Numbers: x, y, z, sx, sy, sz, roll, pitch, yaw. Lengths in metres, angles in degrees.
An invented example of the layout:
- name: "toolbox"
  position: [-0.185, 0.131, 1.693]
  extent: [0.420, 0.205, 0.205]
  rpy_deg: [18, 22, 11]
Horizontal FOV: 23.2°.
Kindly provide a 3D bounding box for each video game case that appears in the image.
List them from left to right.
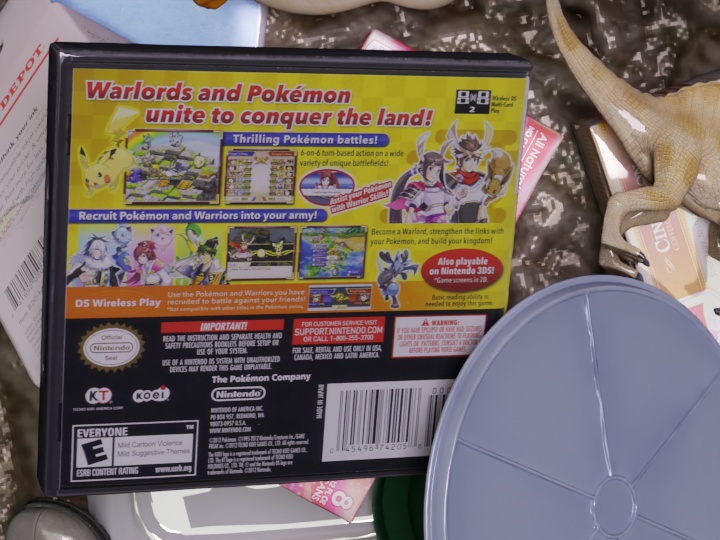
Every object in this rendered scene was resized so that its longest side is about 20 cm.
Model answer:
- name: "video game case"
  position: [-0.031, 0.000, 0.724]
  extent: [0.198, 0.025, 0.182]
  rpy_deg: [-1, 106, -20]

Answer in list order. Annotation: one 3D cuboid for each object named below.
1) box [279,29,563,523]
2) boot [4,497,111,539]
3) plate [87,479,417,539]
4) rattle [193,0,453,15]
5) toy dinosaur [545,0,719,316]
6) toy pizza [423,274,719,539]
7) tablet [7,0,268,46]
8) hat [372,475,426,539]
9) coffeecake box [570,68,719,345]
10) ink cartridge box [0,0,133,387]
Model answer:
- name: "box"
  position: [0.000, 0.000, 0.815]
  extent: [0.102, 0.095, 0.201]
  rpy_deg: [29, 95, -5]
- name: "boot"
  position: [-0.166, 0.220, 0.845]
  extent: [0.067, 0.131, 0.202]
  rpy_deg: [3, 97, 18]
- name: "plate"
  position: [-0.046, 0.064, 0.885]
  extent: [0.198, 0.032, 0.201]
  rpy_deg: [-5, 97, 0]
- name: "rattle"
  position: [0.020, -0.150, 0.782]
  extent: [0.199, 0.143, 0.131]
  rpy_deg: [23, 99, -19]
- name: "toy dinosaur"
  position: [0.142, -0.046, 0.799]
  extent: [0.199, 0.058, 0.102]
  rpy_deg: [30, 80, -10]
- name: "toy pizza"
  position: [0.102, 0.103, 0.772]
  extent: [0.199, 0.032, 0.202]
  rpy_deg: [1, 88, -35]
- name: "tablet"
  position: [-0.104, -0.182, 0.866]
  extent: [0.129, 0.014, 0.202]
  rpy_deg: [7, 96, -1]
- name: "hat"
  position: [0.095, 0.173, 0.802]
  extent: [0.165, 0.177, 0.201]
  rpy_deg: [-20, 122, 11]
- name: "coffeecake box"
  position: [0.223, -0.032, 0.855]
  extent: [0.199, 0.073, 0.155]
  rpy_deg: [-19, 96, 2]
- name: "ink cartridge box"
  position: [-0.128, -0.041, 0.814]
  extent: [0.067, 0.200, 0.117]
  rpy_deg: [24, 110, -43]
